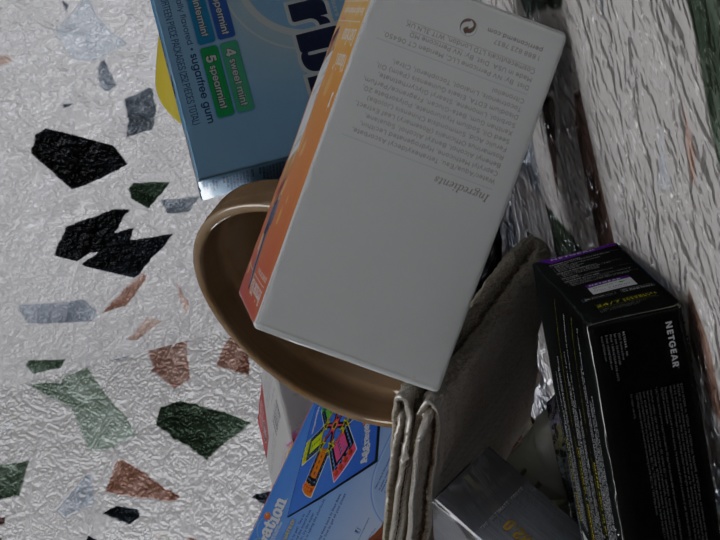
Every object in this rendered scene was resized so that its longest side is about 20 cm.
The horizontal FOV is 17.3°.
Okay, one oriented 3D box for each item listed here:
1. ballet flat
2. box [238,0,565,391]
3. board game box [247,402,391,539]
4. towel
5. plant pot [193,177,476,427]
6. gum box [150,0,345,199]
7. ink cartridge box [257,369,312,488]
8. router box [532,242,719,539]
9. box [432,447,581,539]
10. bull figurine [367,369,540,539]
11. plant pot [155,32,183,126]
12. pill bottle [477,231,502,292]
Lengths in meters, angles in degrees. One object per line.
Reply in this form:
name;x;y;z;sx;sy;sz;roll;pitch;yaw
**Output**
ballet flat;0.119;0.130;1.387;0.201;0.071;0.072;81;173;-46
box;0.018;-0.054;1.293;0.152;0.106;0.201;-139;69;-81
board game box;-0.015;0.157;1.638;0.103;0.201;0.019;22;174;37
towel;0.066;0.079;1.407;0.200;0.034;0.133;-50;-28;-49
plant pot;0.000;0.000;1.512;0.093;0.199;0.202;-57;-26;-33
gum box;-0.027;-0.153;1.514;0.045;0.198;0.171;94;161;-74
ink cartridge box;-0.021;0.161;1.735;0.117;0.067;0.201;101;158;-57
router box;0.136;0.100;1.172;0.149;0.051;0.202;-116;15;-77
box;0.114;0.205;1.367;0.158;0.048;0.200;40;160;20
bull figurine;0.075;0.151;1.574;0.065;0.200;0.121;43;167;-18
plant pot;-0.060;-0.222;1.886;0.201;0.199;0.190;-110;22;-52
pill bottle;0.045;0.004;1.663;0.201;0.111;0.112;81;173;-56
